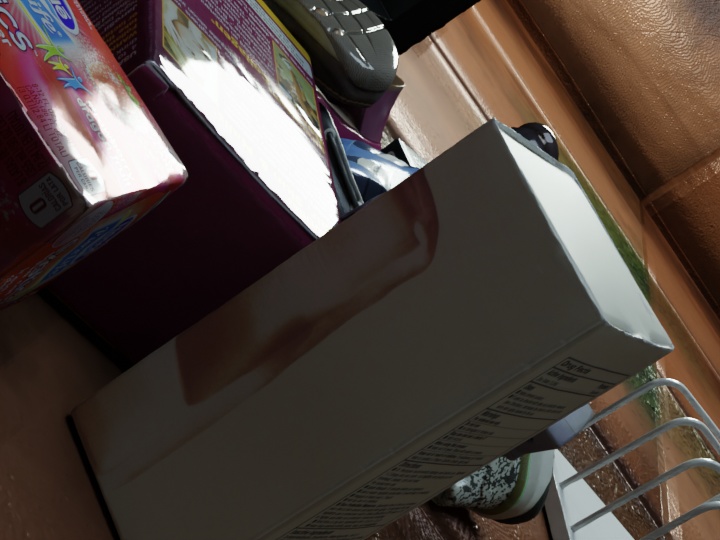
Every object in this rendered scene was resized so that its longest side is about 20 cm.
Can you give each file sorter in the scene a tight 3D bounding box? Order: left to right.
[{"bbox_3d":[0.219,0.194,1.074,0.139,0.124,0.201,49,17,-27],"label":"file sorter"}]

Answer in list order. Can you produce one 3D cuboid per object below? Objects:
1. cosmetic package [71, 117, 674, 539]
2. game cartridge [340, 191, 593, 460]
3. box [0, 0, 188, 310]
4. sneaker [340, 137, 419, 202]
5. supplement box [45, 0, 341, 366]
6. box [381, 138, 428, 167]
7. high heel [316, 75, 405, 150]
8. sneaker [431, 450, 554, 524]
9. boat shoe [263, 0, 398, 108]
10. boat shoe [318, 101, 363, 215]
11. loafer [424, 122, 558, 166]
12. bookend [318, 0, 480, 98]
[{"bbox_3d":[0.004,0.041,0.581,0.088,0.199,0.103,63,17,20],"label":"cosmetic package"},{"bbox_3d":[0.014,0.035,0.725,0.130,0.038,0.200,51,-25,-7],"label":"game cartridge"},{"bbox_3d":[-0.160,-0.084,0.525,0.201,0.095,0.100,57,16,-1],"label":"box"},{"bbox_3d":[-0.013,-0.039,0.930,0.082,0.074,0.199,36,15,25],"label":"sneaker"},{"bbox_3d":[-0.089,-0.066,0.690,0.131,0.103,0.201,47,17,-30],"label":"supplement box"},{"bbox_3d":[0.086,0.007,1.179,0.200,0.046,0.160,34,28,-54],"label":"box"},{"bbox_3d":[-0.057,-0.089,0.964,0.199,0.097,0.067,5,32,-44],"label":"high heel"},{"bbox_3d":[0.064,0.050,0.905,0.088,0.076,0.202,3,78,-52],"label":"sneaker"},{"bbox_3d":[-0.049,-0.134,0.861,0.074,0.074,0.200,11,25,-41],"label":"boat shoe"},{"bbox_3d":[0.000,0.000,0.831,0.201,0.066,0.070,61,-13,-18],"label":"boat shoe"},{"bbox_3d":[0.055,0.006,0.731,0.072,0.063,0.201,44,-27,20],"label":"loafer"},{"bbox_3d":[-0.001,-0.208,1.055,0.093,0.198,0.200,60,17,7],"label":"bookend"}]
